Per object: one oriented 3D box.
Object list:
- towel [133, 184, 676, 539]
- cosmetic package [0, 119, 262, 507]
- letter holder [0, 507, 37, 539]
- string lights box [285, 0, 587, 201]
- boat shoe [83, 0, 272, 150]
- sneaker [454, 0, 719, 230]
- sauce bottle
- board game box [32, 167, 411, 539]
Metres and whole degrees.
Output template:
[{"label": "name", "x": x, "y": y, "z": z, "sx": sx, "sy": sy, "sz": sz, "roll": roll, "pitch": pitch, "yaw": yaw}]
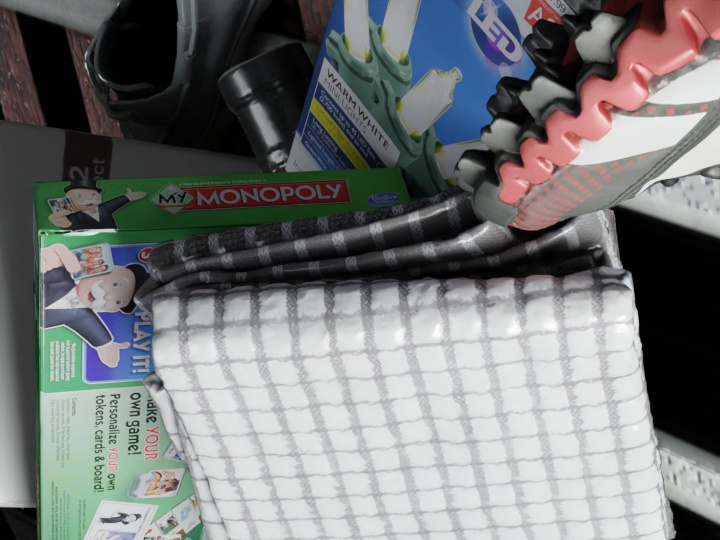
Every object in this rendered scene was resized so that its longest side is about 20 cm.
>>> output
[{"label": "towel", "x": 0.023, "y": 0.053, "z": 0.631, "sx": 0.200, "sy": 0.165, "sz": 0.086, "roll": 72, "pitch": -164, "yaw": -44}, {"label": "cosmetic package", "x": -0.148, "y": 0.022, "z": 0.832, "sx": 0.165, "sy": 0.199, "sz": 0.166, "roll": 1, "pitch": 85, "yaw": 58}, {"label": "letter holder", "x": -0.185, "y": 0.210, "z": 0.921, "sx": 0.200, "sy": 0.142, "sz": 0.101, "roll": 35, "pitch": -179, "yaw": -31}, {"label": "string lights box", "x": 0.040, "y": -0.072, "z": 0.642, "sx": 0.103, "sy": 0.059, "sz": 0.200, "roll": 52, "pitch": 149, "yaw": 22}, {"label": "boat shoe", "x": -0.093, "y": -0.106, "z": 0.822, "sx": 0.070, "sy": 0.071, "sz": 0.201, "roll": 57, "pitch": 151, "yaw": 14}, {"label": "sneaker", "x": 0.110, "y": -0.057, "z": 0.490, "sx": 0.098, "sy": 0.071, "sz": 0.200, "roll": 38, "pitch": 132, "yaw": -14}, {"label": "sauce bottle", "x": 0.000, "y": 0.000, "z": 0.762, "sx": 0.065, "sy": 0.065, "sz": 0.201, "roll": -23, "pitch": 91, "yaw": 61}, {"label": "board game box", "x": -0.059, "y": 0.046, "z": 0.695, "sx": 0.201, "sy": 0.134, "sz": 0.029, "roll": 100, "pitch": 161, "yaw": -44}]
